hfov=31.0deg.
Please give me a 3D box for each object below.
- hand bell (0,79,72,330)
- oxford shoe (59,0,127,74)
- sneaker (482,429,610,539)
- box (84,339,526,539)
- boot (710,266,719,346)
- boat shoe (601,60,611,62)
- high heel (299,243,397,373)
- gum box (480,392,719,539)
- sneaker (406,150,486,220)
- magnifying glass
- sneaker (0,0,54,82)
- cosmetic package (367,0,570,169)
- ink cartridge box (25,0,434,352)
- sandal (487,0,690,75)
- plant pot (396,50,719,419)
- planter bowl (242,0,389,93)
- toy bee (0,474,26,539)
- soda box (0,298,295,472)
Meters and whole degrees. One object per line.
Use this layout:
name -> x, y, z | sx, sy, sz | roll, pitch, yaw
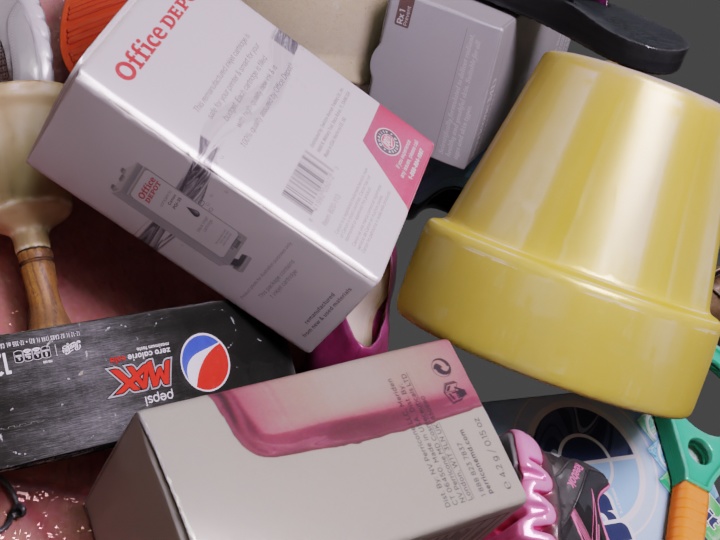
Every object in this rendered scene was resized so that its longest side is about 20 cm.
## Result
hand bell -> -0.193, 0.000, 0.773 | 0.104, 0.104, 0.200 | -6, 75, -30
oxford shoe -> -0.152, -0.118, 0.871 | 0.071, 0.073, 0.200 | -17, 64, -1
sneaker -> 0.118, 0.191, 0.745 | 0.095, 0.079, 0.200 | 18, 55, -27
box -> -0.033, 0.129, 0.723 | 0.200, 0.128, 0.109 | -10, 64, -32
boot -> 0.245, 0.015, 0.976 | 0.200, 0.075, 0.074 | 3, 59, -24
boat shoe -> 0.244, -0.098, 1.059 | 0.073, 0.063, 0.200 | -11, 64, -31
high heel -> 0.000, 0.000, 0.846 | 0.067, 0.096, 0.200 | 26, 51, -8
gum box -> 0.147, 0.165, 0.844 | 0.200, 0.045, 0.170 | -3, 62, -28
sneaker -> 0.107, -0.061, 0.969 | 0.200, 0.078, 0.090 | 1, 68, -16
magnifying glass -> 0.223, 0.129, 0.865 | 0.080, 0.022, 0.200 | 28, 52, -10
sneaker -> -0.264, -0.163, 0.847 | 0.082, 0.075, 0.200 | -23, 59, -29
cosmetic package -> 0.084, -0.159, 0.910 | 0.090, 0.107, 0.200 | 22, 34, 14
ink cartridge box -> -0.070, -0.071, 0.764 | 0.200, 0.083, 0.147 | 35, 41, -10
sandal -> 0.124, -0.186, 0.823 | 0.200, 0.048, 0.075 | 33, 32, 27
plant pot -> 0.146, -0.029, 0.828 | 0.200, 0.201, 0.189 | 19, 95, -15
planter bowl -> -0.048, -0.183, 0.902 | 0.200, 0.200, 0.135 | -4, 88, -29
toy bee -> -0.196, 0.175, 0.622 | 0.131, 0.109, 0.200 | -11, 65, -30
soda box -> -0.133, 0.062, 0.727 | 0.200, 0.063, 0.071 | -9, 83, -42
